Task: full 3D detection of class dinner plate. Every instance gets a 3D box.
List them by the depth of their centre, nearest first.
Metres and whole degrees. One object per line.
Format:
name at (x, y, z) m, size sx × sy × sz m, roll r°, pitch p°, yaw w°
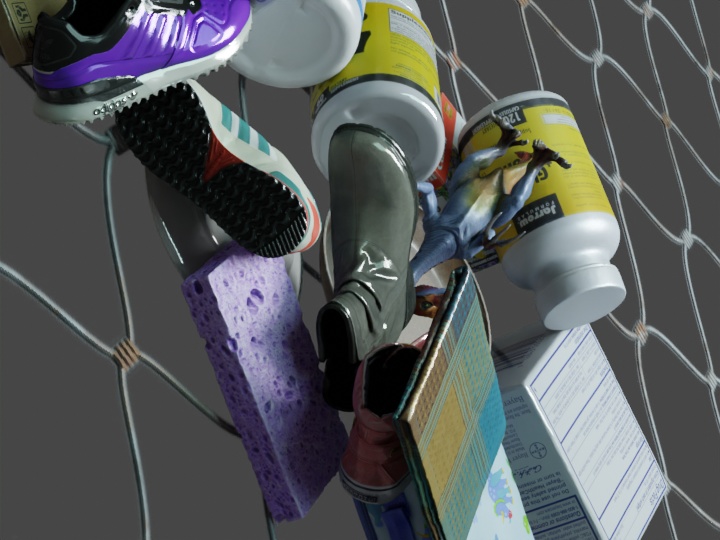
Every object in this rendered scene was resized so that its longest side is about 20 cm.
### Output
dinner plate at (-0.099, -0.047, 1.654) m, size 0.200 × 0.024 × 0.201 m, roll 40°, pitch 39°, yaw -43°

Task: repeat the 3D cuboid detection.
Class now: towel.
towel at (0.069, 0.112, 1.567) m, size 0.201 × 0.022 × 0.147 m, roll 73°, pitch 33°, yaw -49°

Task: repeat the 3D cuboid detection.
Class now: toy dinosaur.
toy dinosaur at (0.097, -0.034, 1.749) m, size 0.105 × 0.182 × 0.200 m, roll 35°, pitch -1°, yaw 23°

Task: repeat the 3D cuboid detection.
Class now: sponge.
sponge at (-0.067, 0.078, 1.589) m, size 0.112 × 0.030 × 0.201 m, roll -43°, pitch 115°, yaw -59°

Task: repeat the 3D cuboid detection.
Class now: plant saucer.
plant saucer at (0.033, 0.022, 1.782) m, size 0.200 × 0.032 × 0.201 m, roll 29°, pitch 45°, yaw -34°

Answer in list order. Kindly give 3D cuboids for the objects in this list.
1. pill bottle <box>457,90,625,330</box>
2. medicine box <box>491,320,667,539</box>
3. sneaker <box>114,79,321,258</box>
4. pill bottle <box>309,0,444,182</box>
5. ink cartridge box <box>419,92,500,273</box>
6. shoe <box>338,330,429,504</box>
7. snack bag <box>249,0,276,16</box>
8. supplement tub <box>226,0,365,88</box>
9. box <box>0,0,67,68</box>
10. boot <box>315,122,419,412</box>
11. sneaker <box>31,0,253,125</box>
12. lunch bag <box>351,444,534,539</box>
pill bottle at (0.169, -0.053, 1.896) m, size 0.112 × 0.112 × 0.201 m, roll 18°, pitch 46°, yaw -55°
medicine box at (0.176, 0.167, 1.897) m, size 0.201 × 0.102 × 0.182 m, roll 63°, pitch 29°, yaw -9°
sneaker at (-0.106, -0.083, 1.587) m, size 0.200 × 0.070 × 0.093 m, roll 44°, pitch 10°, yaw 14°
pill bottle at (0.011, -0.163, 1.812) m, size 0.114 × 0.114 × 0.201 m, roll 49°, pitch 22°, yaw -31°
ink cartridge box at (0.070, -0.103, 1.956) m, size 0.200 × 0.050 × 0.109 m, roll 51°, pitch 33°, yaw -31°
shoe at (0.046, 0.085, 1.608) m, size 0.200 × 0.071 × 0.091 m, roll -52°, pitch 159°, yaw -46°
snack bag at (-0.126, -0.280, 1.612) m, size 0.021 × 0.188 × 0.201 m, roll -17°, pitch 85°, yaw -38°
supplement tub at (-0.054, -0.264, 1.769) m, size 0.132 × 0.131 × 0.201 m, roll 48°, pitch 35°, yaw -33°
box at (-0.242, -0.252, 1.548) m, size 0.163 × 0.021 × 0.201 m, roll -21°, pitch 89°, yaw -62°
boot at (0.000, 0.000, 1.610) m, size 0.131 × 0.067 × 0.201 m, roll -61°, pitch 149°, yaw -54°
sneaker at (-0.155, -0.184, 1.504) m, size 0.200 × 0.069 × 0.100 m, roll -33°, pitch 131°, yaw -37°
lunch bag at (0.070, 0.215, 1.691) m, size 0.161 × 0.082 × 0.201 m, roll -29°, pitch 100°, yaw -60°
